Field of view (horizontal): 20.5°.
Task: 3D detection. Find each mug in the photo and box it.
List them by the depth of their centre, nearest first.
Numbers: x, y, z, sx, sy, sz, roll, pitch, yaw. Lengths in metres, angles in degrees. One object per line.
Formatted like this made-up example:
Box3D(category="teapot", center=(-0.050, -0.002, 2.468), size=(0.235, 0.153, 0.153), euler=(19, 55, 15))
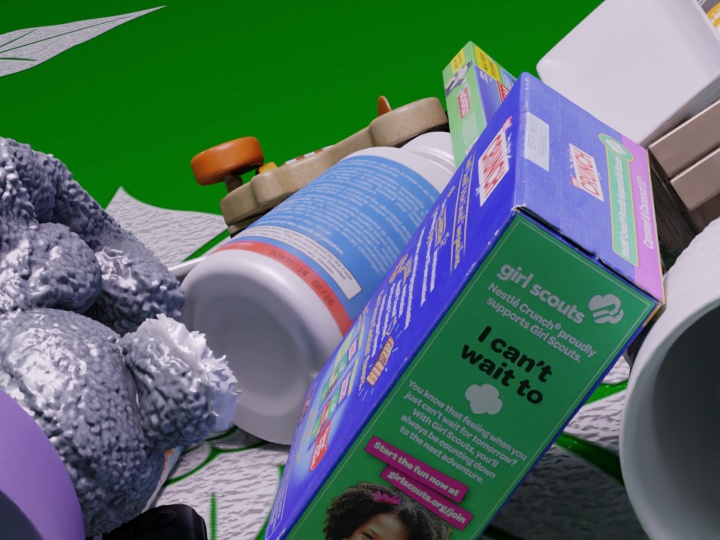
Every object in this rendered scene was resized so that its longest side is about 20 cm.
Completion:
Box3D(category="mug", center=(0.210, 0.029, 0.808), size=(0.199, 0.148, 0.175), euler=(-25, 13, 21))

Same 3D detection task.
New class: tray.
Box3D(category="tray", center=(0.162, -0.116, 1.170), size=(0.107, 0.022, 0.200), euler=(-41, 22, 15))

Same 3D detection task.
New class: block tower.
Box3D(category="block tower", center=(0.172, -0.047, 0.998), size=(0.058, 0.054, 0.200), euler=(-32, -3, 4))

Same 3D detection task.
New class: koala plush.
Box3D(category="koala plush", center=(-0.159, 0.050, 0.929), size=(0.177, 0.184, 0.200), euler=(-35, 52, -6))

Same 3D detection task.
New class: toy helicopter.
Box3D(category="toy helicopter", center=(-0.006, -0.067, 1.240), size=(0.132, 0.079, 0.200), euler=(-16, -5, -37))

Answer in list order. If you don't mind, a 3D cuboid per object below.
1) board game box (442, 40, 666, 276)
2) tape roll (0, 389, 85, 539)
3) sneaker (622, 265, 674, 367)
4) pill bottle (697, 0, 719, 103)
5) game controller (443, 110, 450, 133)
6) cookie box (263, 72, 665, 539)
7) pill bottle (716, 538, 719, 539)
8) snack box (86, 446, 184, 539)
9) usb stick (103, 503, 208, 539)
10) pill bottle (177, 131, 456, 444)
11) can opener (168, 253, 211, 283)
Box3D(category="board game box", center=(0.108, -0.052, 1.123), size=(0.029, 0.134, 0.200), euler=(-47, 15, 17))
Box3D(category="tape roll", center=(-0.209, 0.132, 0.787), size=(0.199, 0.201, 0.085), euler=(-16, 22, 0))
Box3D(category="sneaker", center=(0.200, 0.007, 1.014), size=(0.199, 0.075, 0.087), euler=(-28, 7, -34))
Box3D(category="pill bottle", center=(0.244, -0.122, 1.210), size=(0.116, 0.117, 0.200), euler=(-17, 21, -3))
Box3D(category="game controller", center=(0.090, -0.068, 1.286), size=(0.104, 0.042, 0.200), euler=(-10, 23, 15))
Box3D(category="cookie box", center=(0.045, 0.035, 0.867), size=(0.200, 0.075, 0.171), euler=(-56, 8, 23))
Box3D(category="pill bottle", center=(0.123, 0.147, 0.639), size=(0.199, 0.116, 0.116), euler=(-23, 23, -16))
Box3D(category="snack box", center=(-0.166, 0.117, 1.015), size=(0.116, 0.037, 0.200), euler=(-8, 23, 18))
Box3D(category="usb stick", center=(-0.087, 0.160, 0.866), size=(0.055, 0.033, 0.200), euler=(-23, 22, 0))
Box3D(category="pill bottle", center=(0.000, 0.000, 1.086), size=(0.112, 0.113, 0.200), euler=(2, 29, 38))
Box3D(category="can opener", center=(-0.163, 0.042, 1.176), size=(0.199, 0.053, 0.067), euler=(-16, 22, 1))
